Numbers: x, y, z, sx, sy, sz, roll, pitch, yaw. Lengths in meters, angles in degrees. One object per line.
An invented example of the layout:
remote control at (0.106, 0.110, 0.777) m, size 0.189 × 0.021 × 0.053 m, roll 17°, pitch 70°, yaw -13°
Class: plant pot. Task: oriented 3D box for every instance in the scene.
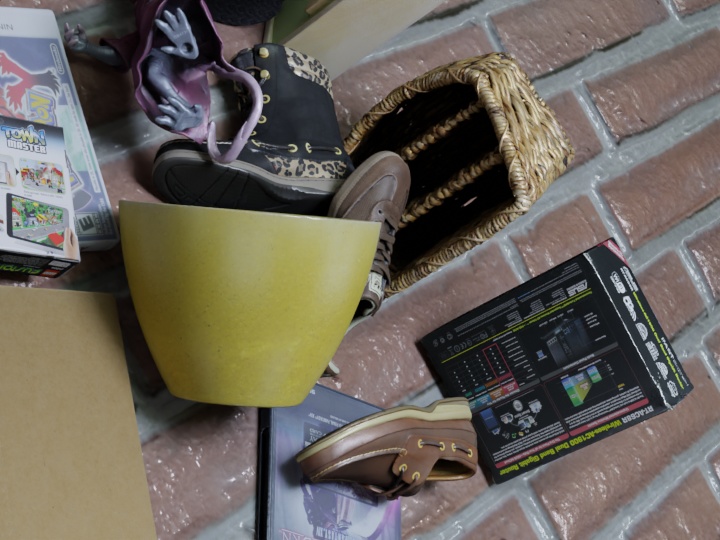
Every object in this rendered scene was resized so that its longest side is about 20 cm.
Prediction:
plant pot at (-0.089, 0.026, 1.251) m, size 0.199 × 0.199 × 0.144 m, roll 3°, pitch 93°, yaw -45°

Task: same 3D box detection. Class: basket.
basket at (0.059, -0.088, 1.423) m, size 0.143 × 0.199 × 0.149 m, roll 55°, pitch 34°, yaw -6°

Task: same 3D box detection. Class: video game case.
video game case at (-0.023, 0.190, 1.333) m, size 0.142 × 0.019 × 0.202 m, roll 24°, pitch 52°, yaw -36°
video game case at (-0.279, -0.106, 1.232) m, size 0.181 × 0.023 × 0.202 m, roll -5°, pitch 72°, yaw -47°

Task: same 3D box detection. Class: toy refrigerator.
toy refrigerator at (-0.003, -0.243, 1.457) m, size 0.070 × 0.199 × 0.077 m, roll 29°, pitch 50°, yaw -31°

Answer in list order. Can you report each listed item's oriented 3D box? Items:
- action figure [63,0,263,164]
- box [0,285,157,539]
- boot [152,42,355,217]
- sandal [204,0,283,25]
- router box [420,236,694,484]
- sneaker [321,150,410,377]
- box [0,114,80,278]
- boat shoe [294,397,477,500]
action figure at (-0.146, -0.199, 1.326) m, size 0.148 × 0.134 × 0.200 m, roll 31°, pitch 16°, yaw -25°
box at (-0.226, 0.108, 1.166) m, size 0.163 × 0.021 × 0.202 m, roll 6°, pitch 64°, yaw -44°
boot at (-0.090, -0.118, 1.396) m, size 0.198 × 0.073 × 0.152 m, roll 7°, pitch 56°, yaw -29°
sandal at (-0.147, -0.270, 1.426) m, size 0.199 × 0.075 × 0.045 m, roll 20°, pitch 45°, yaw -35°
router box at (0.170, 0.081, 1.450) m, size 0.062 × 0.199 × 0.151 m, roll -25°, pitch 87°, yaw -54°
sneaker at (0.000, 0.000, 1.355) m, size 0.070 × 0.075 × 0.201 m, roll 39°, pitch 78°, yaw -50°
box at (-0.291, -0.061, 1.149) m, size 0.199 × 0.035 × 0.111 m, roll 10°, pitch 61°, yaw -42°
boat shoe at (0.031, 0.150, 1.342) m, size 0.199 × 0.072 × 0.068 m, roll -4°, pitch 69°, yaw -50°
